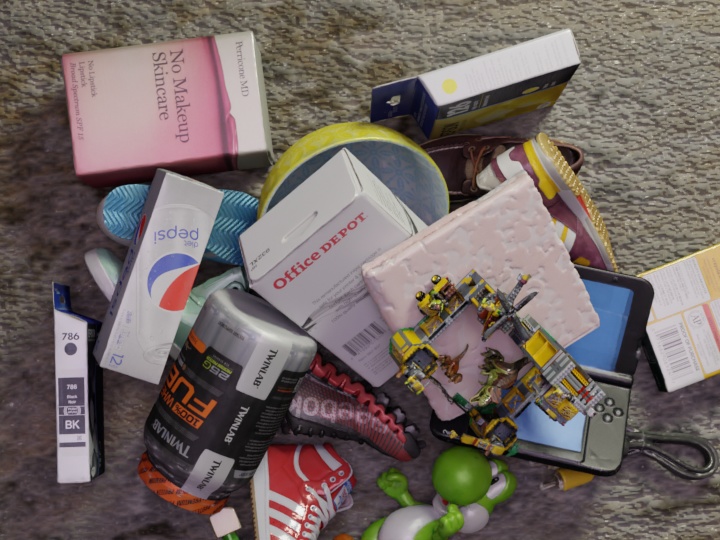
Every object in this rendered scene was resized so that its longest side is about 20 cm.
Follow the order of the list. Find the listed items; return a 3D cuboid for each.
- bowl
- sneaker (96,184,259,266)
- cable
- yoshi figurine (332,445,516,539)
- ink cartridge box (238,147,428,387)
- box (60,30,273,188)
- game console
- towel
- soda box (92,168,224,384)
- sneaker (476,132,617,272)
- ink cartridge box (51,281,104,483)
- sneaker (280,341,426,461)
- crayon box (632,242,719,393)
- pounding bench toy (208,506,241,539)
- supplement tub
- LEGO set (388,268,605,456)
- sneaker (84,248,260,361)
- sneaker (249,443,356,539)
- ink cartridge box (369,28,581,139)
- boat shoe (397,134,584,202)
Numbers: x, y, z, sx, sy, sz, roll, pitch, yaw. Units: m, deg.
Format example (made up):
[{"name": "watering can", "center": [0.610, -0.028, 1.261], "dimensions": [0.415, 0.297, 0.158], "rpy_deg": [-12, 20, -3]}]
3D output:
[{"name": "bowl", "center": [-0.016, -0.079, 1.477], "dimensions": [0.198, 0.108, 0.201], "rpy_deg": [-8, 129, -10]}, {"name": "sneaker", "center": [-0.175, -0.050, 1.505], "dimensions": [0.198, 0.081, 0.077], "rpy_deg": [12, 85, -20]}, {"name": "cable", "center": [0.275, 0.182, 1.523], "dimensions": [0.198, 0.050, 0.098], "rpy_deg": [2, 66, -13]}, {"name": "yoshi figurine", "center": [0.064, 0.246, 1.476], "dimensions": [0.199, 0.112, 0.113], "rpy_deg": [-34, 81, -5]}, {"name": "ink cartridge box", "center": [0.000, 0.000, 1.418], "dimensions": [0.145, 0.084, 0.200], "rpy_deg": [-39, 127, 14]}, {"name": "box", "center": [-0.196, -0.164, 1.490], "dimensions": [0.198, 0.109, 0.129], "rpy_deg": [-8, 87, -1]}, {"name": "game console", "center": [0.184, 0.091, 1.465], "dimensions": [0.198, 0.117, 0.177], "rpy_deg": [12, 52, 6]}, {"name": "towel", "center": [0.118, 0.026, 1.397], "dimensions": [0.190, 0.032, 0.201], "rpy_deg": [-32, 121, -4]}, {"name": "soda box", "center": [-0.200, 0.005, 1.420], "dimensions": [0.063, 0.068, 0.202], "rpy_deg": [19, 91, -18]}, {"name": "sneaker", "center": [0.193, -0.051, 1.484], "dimensions": [0.090, 0.075, 0.200], "rpy_deg": [-26, 125, 16]}, {"name": "ink cartridge box", "center": [-0.288, 0.113, 1.480], "dimensions": [0.039, 0.099, 0.202], "rpy_deg": [-3, 88, -1]}, {"name": "sneaker", "center": [-0.029, 0.146, 1.496], "dimensions": [0.200, 0.071, 0.098], "rpy_deg": [36, 87, 3]}, {"name": "crayon box", "center": [0.387, 0.035, 1.515], "dimensions": [0.198, 0.052, 0.127], "rpy_deg": [-20, 87, -1]}, {"name": "pounding bench toy", "center": [-0.143, 0.358, 1.456], "dimensions": [0.156, 0.124, 0.200], "rpy_deg": [40, 87, 1]}, {"name": "supplement tub", "center": [-0.135, 0.130, 1.424], "dimensions": [0.122, 0.123, 0.201], "rpy_deg": [27, 100, 1]}, {"name": "LEGO set", "center": [0.132, 0.101, 1.351], "dimensions": [0.153, 0.116, 0.200], "rpy_deg": [-38, 122, 1]}, {"name": "sneaker", "center": [-0.183, 0.019, 1.497], "dimensions": [0.200, 0.074, 0.118], "rpy_deg": [42, 94, -8]}, {"name": "sneaker", "center": [-0.052, 0.260, 1.458], "dimensions": [0.111, 0.072, 0.201], "rpy_deg": [-6, 54, -5]}, {"name": "ink cartridge box", "center": [0.110, -0.175, 1.451], "dimensions": [0.198, 0.198, 0.047], "rpy_deg": [-19, 87, -1]}, {"name": "boat shoe", "center": [0.136, -0.111, 1.509], "dimensions": [0.198, 0.072, 0.073], "rpy_deg": [-1, 87, -1]}]
